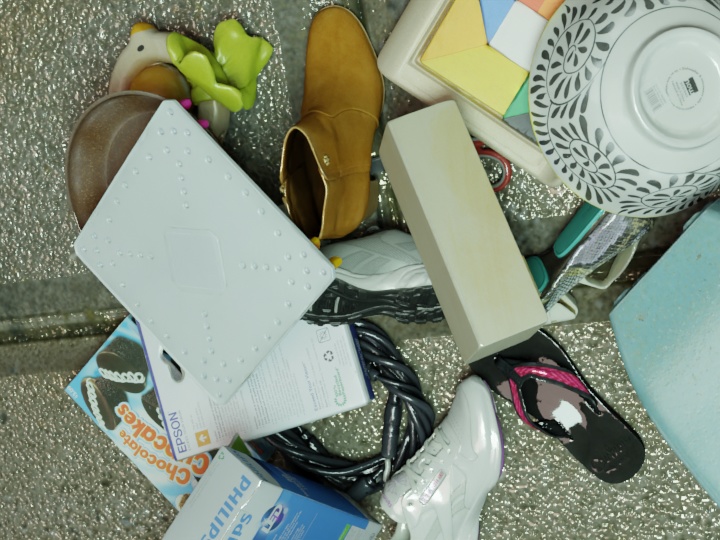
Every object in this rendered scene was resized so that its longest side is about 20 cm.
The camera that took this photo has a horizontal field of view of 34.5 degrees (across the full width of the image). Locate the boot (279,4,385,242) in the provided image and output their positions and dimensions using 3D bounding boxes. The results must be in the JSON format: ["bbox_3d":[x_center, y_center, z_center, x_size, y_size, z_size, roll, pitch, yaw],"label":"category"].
[{"bbox_3d":[-0.029,-0.129,0.990,0.070,0.144,0.205,-6,95,20],"label":"boot"}]

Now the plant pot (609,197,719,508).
[{"bbox_3d":[0.313,0.054,0.924,0.200,0.196,0.197,44,112,12],"label":"plant pot"}]

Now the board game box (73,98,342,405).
[{"bbox_3d":[-0.135,-0.013,0.990,0.200,0.026,0.200,46,127,4],"label":"board game box"}]

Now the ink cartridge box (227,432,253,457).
[{"bbox_3d":[-0.137,0.261,1.083,0.075,0.149,0.202,8,139,32],"label":"ink cartridge box"}]

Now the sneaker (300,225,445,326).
[{"bbox_3d":[0.000,0.000,1.032,0.196,0.080,0.074,2,145,-13],"label":"sneaker"}]

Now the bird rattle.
[{"bbox_3d":[-0.164,-0.142,1.080,0.162,0.112,0.202,31,124,19],"label":"bird rattle"}]

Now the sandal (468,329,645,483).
[{"bbox_3d":[0.177,0.119,1.052,0.199,0.045,0.075,42,112,3],"label":"sandal"}]

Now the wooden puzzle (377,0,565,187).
[{"bbox_3d":[0.135,-0.198,0.979,0.199,0.037,0.186,35,107,6],"label":"wooden puzzle"}]

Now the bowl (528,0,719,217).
[{"bbox_3d":[0.237,-0.141,0.902,0.197,0.094,0.205,-1,95,-6],"label":"bowl"}]

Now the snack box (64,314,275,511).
[{"bbox_3d":[-0.194,0.151,1.177,0.200,0.037,0.116,46,112,1],"label":"snack box"}]

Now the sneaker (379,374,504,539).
[{"bbox_3d":[0.074,0.193,1.072,0.098,0.075,0.203,7,108,-16],"label":"sneaker"}]

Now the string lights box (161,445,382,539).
[{"bbox_3d":[-0.073,0.233,1.019,0.059,0.199,0.104,33,89,38],"label":"string lights box"}]

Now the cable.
[{"bbox_3d":[-0.024,0.124,1.112,0.162,0.051,0.202,-30,93,21],"label":"cable"}]

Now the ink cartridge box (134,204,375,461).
[{"bbox_3d":[-0.106,0.055,1.086,0.197,0.043,0.200,-17,85,12],"label":"ink cartridge box"}]

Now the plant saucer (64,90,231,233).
[{"bbox_3d":[-0.174,-0.064,1.026,0.197,0.037,0.204,12,117,25],"label":"plant saucer"}]

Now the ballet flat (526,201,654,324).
[{"bbox_3d":[0.180,0.006,1.013,0.072,0.072,0.200,45,113,1],"label":"ballet flat"}]

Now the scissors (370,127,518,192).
[{"bbox_3d":[0.048,-0.110,1.050,0.196,0.014,0.075,3,106,18],"label":"scissors"}]

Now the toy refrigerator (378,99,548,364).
[{"bbox_3d":[0.086,-0.033,0.971,0.069,0.076,0.203,-19,77,-10],"label":"toy refrigerator"}]
